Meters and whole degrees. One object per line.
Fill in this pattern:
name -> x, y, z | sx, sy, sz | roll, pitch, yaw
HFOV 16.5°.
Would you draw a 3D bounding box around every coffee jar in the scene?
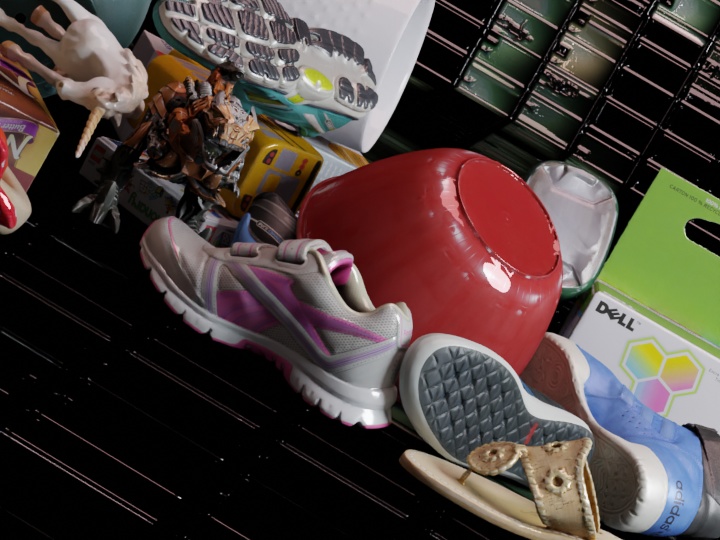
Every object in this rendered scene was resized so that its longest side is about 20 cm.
coffee jar -> 0.132, -0.012, 1.964 | 0.085, 0.105, 0.200 | 23, -16, -7

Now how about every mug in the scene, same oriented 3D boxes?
mug -> -0.054, -0.186, 1.945 | 0.175, 0.148, 0.200 | 23, 22, 7

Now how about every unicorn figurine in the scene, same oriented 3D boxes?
unicorn figurine -> -0.188, -0.140, 1.670 | 0.137, 0.074, 0.200 | 36, 8, 12

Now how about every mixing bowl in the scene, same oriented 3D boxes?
mixing bowl -> 0.065, -0.008, 1.689 | 0.200, 0.108, 0.201 | 30, 39, -28

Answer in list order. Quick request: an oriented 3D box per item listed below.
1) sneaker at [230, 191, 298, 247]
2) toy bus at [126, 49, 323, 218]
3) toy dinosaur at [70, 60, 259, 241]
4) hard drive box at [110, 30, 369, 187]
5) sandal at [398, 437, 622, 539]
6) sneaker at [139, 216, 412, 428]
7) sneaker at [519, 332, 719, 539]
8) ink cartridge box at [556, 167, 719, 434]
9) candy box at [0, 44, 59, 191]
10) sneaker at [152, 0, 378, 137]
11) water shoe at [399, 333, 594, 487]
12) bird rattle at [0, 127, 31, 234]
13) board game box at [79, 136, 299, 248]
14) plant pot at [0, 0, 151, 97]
sneaker -> -0.001, 0.000, 1.747 | 0.199, 0.083, 0.071 | 24, -23, -29
toy bus -> -0.107, -0.101, 1.823 | 0.078, 0.065, 0.200 | 17, 16, -43
toy dinosaur -> -0.115, -0.078, 1.655 | 0.102, 0.136, 0.200 | 26, 1, 0
hard drive box -> -0.098, -0.103, 2.021 | 0.200, 0.077, 0.156 | 26, 11, -20
sandal -> 0.132, 0.137, 1.518 | 0.211, 0.070, 0.078 | 30, 10, 0
sneaker -> -0.046, 0.014, 1.563 | 0.200, 0.088, 0.081 | 32, 10, 13
sneaker -> 0.188, 0.120, 1.727 | 0.111, 0.077, 0.200 | 16, 20, -32
ink cartridge box -> 0.239, 0.045, 1.888 | 0.148, 0.200, 0.076 | 29, 10, -1
candy box -> -0.279, -0.125, 1.689 | 0.116, 0.057, 0.200 | 27, 12, -23
sneaker -> -0.073, -0.138, 1.722 | 0.200, 0.080, 0.078 | 25, 46, -44
water shoe -> 0.071, 0.089, 1.599 | 0.079, 0.072, 0.200 | 31, -4, 43
bird rattle -> -0.246, -0.083, 1.476 | 0.200, 0.113, 0.163 | 40, -2, 33
board game box -> -0.097, -0.037, 1.820 | 0.126, 0.035, 0.200 | 36, 12, 36
plant pot -> -0.249, -0.209, 1.842 | 0.200, 0.200, 0.134 | 26, 28, -18
